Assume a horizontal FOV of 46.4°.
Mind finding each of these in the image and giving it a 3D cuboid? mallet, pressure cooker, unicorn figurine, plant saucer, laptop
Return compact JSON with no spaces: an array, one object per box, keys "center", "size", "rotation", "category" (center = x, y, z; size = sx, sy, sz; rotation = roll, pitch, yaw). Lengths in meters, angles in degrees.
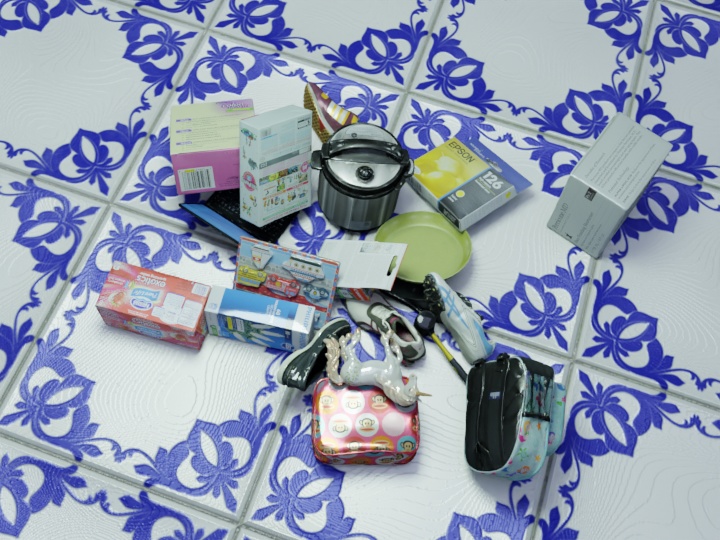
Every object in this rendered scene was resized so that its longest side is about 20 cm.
[{"center":[0.168,0.166,1.610],"size":[0.041,0.066,0.201],"rotation":[-35,85,-13],"category":"mallet"},{"center":[0.004,-0.194,1.682],"size":[0.175,0.201,0.179],"rotation":[-37,71,-22],"category":"pressure cooker"},{"center":[0.034,0.175,1.502],"size":[0.197,0.074,0.139],"rotation":[-4,62,11],"category":"unicorn figurine"},{"center":[0.124,-0.041,1.686],"size":[0.197,0.031,0.202],"rotation":[-1,47,1],"category":"plant saucer"},{"center":[-0.234,-0.135,1.695],"size":[0.176,0.104,0.201],"rotation":[32,66,12],"category":"laptop"}]

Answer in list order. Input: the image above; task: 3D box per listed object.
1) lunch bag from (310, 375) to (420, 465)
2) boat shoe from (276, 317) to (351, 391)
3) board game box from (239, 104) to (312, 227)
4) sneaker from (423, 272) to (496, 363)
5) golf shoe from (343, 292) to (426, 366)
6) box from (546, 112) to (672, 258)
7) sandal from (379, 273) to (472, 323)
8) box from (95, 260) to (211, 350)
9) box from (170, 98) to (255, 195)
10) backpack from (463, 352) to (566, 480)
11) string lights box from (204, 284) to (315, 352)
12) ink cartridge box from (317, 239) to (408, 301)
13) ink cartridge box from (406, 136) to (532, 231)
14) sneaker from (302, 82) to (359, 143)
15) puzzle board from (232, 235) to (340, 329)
[{"center":[0.008,0.258,1.524],"size":[0.197,0.082,0.178],"rotation":[1,63,-2],"category":"lunch bag"},{"center":[-0.067,0.158,1.548],"size":[0.066,0.075,0.199],"rotation":[25,36,27],"category":"boat shoe"},{"center":[-0.164,-0.205,1.634],"size":[0.064,0.202,0.147],"rotation":[25,35,35],"category":"board game box"},{"center":[0.187,0.083,1.601],"size":[0.072,0.072,0.201],"rotation":[-37,100,-20],"category":"sneaker"},{"center":[0.050,0.091,1.608],"size":[0.200,0.088,0.077],"rotation":[40,69,17],"category":"golf shoe"},{"center":[0.500,-0.170,1.701],"size":[0.130,0.200,0.200],"rotation":[35,67,15],"category":"box"},{"center":[0.125,0.047,1.655],"size":[0.198,0.048,0.076],"rotation":[21,63,7],"category":"sandal"},{"center":[-0.384,0.067,1.589],"size":[0.197,0.096,0.101],"rotation":[14,63,4],"category":"box"},{"center":[-0.295,-0.256,1.717],"size":[0.173,0.098,0.201],"rotation":[-7,40,-7],"category":"box"},{"center":[0.265,0.267,1.482],"size":[0.149,0.177,0.202],"rotation":[22,68,-24],"category":"backpack"},{"center":[-0.187,0.094,1.583],"size":[0.197,0.103,0.060],"rotation":[12,61,3],"category":"string lights box"},{"center":[0.000,0.000,1.619],"size":[0.198,0.050,0.110],"rotation":[4,58,34],"category":"ink cartridge box"},{"center":[0.224,-0.198,1.763],"size":[0.199,0.047,0.198],"rotation":[-34,54,-15],"category":"ink cartridge box"},{"center":[-0.054,-0.329,1.827],"size":[0.089,0.075,0.202],"rotation":[-20,72,-22],"category":"sneaker"},{"center":[-0.146,0.027,1.603],"size":[0.197,0.152,0.017],"rotation":[15,29,4],"category":"puzzle board"}]
